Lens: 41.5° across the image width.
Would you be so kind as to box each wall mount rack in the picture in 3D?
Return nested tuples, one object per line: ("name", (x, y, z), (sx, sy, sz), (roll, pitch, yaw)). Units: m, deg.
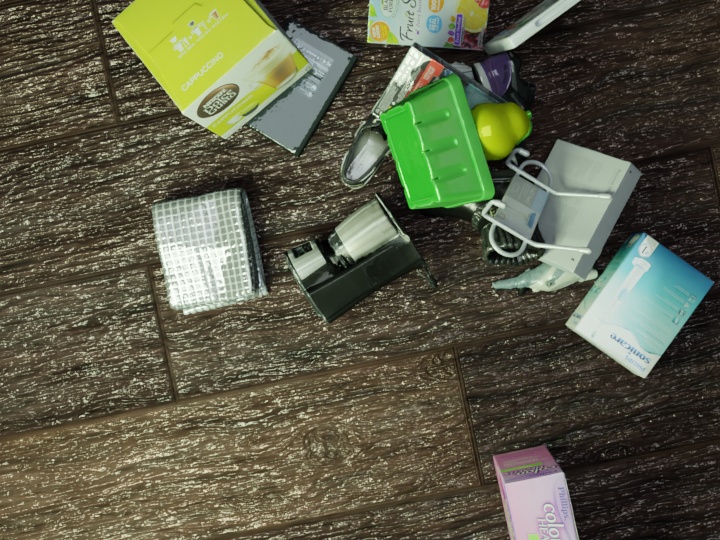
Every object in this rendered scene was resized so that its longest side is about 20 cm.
("wall mount rack", (0.292, -0.100, 1.505), (0.174, 0.075, 0.200), (29, 61, -2))

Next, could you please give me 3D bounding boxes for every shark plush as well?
("shark plush", (0.328, -0.006, 1.639), (0.200, 0.091, 0.083), (-27, 70, 23))

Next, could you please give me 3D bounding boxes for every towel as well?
("towel", (-0.260, -0.032, 1.630), (0.165, 0.086, 0.200), (-11, 91, 3))

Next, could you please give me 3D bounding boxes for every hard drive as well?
("hard drive", (-0.115, -0.316, 1.644), (0.139, 0.033, 0.200), (32, 92, 1))

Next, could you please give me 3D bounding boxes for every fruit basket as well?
("fruit basket", (0.160, -0.206, 1.494), (0.215, 0.155, 0.216), (3, 85, -28))

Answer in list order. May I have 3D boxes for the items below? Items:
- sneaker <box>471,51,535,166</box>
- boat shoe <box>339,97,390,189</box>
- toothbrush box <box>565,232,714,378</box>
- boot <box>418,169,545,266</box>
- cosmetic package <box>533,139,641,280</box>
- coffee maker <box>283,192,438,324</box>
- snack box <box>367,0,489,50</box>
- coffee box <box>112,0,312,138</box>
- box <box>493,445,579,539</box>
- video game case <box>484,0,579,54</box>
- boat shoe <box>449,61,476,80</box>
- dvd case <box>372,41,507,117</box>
("sneaker", (0.258, -0.266, 1.576), (0.087, 0.076, 0.200), (-23, 123, 5))
("boat shoe", (0.028, -0.230, 1.627), (0.074, 0.060, 0.200), (36, 92, 3))
("toothbrush box", (0.468, 0.057, 1.605), (0.146, 0.085, 0.200), (34, 92, 0))
("boot", (0.193, -0.080, 1.578), (0.211, 0.079, 0.158), (-9, 65, 12))
("cosmetic package", (0.350, -0.103, 1.580), (0.151, 0.052, 0.200), (29, 91, 45))
("coffee maker", (0.000, 0.000, 1.597), (0.200, 0.135, 0.192), (-33, 91, 3))
("snack box", (0.116, -0.451, 1.601), (0.200, 0.053, 0.142), (5, 114, 2))
("coffee box", (-0.235, -0.367, 1.544), (0.200, 0.198, 0.200), (-39, 79, 7))
("box", (0.290, 0.401, 1.562), (0.097, 0.200, 0.176), (-12, 91, 2))
("video game case", (0.296, -0.416, 1.544), (0.182, 0.200, 0.024), (-36, 100, 3))
("boat shoe", (0.165, -0.325, 1.616), (0.200, 0.074, 0.065), (-2, 56, -13))
("dvd case", (0.136, -0.261, 1.556), (0.200, 0.022, 0.146), (33, 129, -1))
